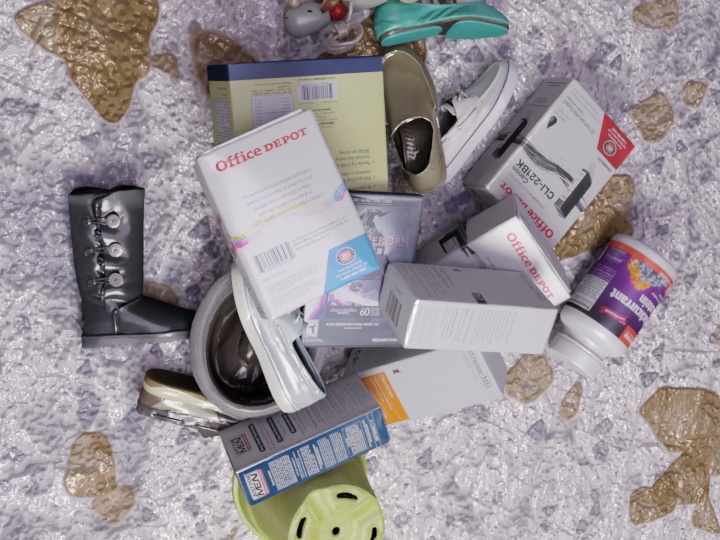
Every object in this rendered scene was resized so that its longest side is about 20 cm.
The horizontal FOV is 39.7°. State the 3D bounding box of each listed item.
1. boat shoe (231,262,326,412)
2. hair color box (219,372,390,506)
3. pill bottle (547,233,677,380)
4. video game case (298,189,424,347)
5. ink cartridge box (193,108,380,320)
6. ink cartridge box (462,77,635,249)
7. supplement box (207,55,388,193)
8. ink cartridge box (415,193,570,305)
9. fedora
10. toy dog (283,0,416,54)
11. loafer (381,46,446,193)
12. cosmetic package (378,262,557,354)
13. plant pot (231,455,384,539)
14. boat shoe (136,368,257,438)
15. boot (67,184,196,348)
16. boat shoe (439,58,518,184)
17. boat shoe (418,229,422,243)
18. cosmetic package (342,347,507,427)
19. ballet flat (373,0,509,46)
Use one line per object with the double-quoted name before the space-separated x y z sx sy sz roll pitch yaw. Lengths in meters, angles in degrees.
"boat shoe" -0.096 0.075 1.217 0.071 0.070 0.202 -19 104 8
"hair color box" -0.073 0.215 1.288 0.199 0.100 0.061 -22 118 -12
"pill bottle" 0.366 0.057 1.471 0.111 0.111 0.201 36 88 -21
"video game case" 0.000 0.000 1.253 0.142 0.019 0.202 1 108 -21
"ink cartridge box" -0.087 -0.064 1.143 0.144 0.085 0.201 -25 95 -12
"ink cartridge box" 0.265 -0.149 1.412 0.144 0.084 0.200 41 87 -20
"supplement box" -0.079 -0.164 1.264 0.198 0.134 0.202 -7 103 -18
"ink cartridge box" 0.166 0.012 1.366 0.199 0.084 0.145 -30 111 19
"fedora" -0.136 0.087 1.298 0.175 0.090 0.202 9 93 -14
"toy dog" -0.007 -0.373 1.266 0.200 0.132 0.097 -39 132 -18
"loafer" 0.069 -0.203 1.315 0.075 0.068 0.202 -17 86 10
"cosmetic package" 0.134 0.047 1.248 0.198 0.102 0.075 2 118 -22
"plant pot" -0.057 0.316 1.337 0.199 0.184 0.202 -4 102 -18
"boat shoe" -0.202 0.189 1.329 0.200 0.072 0.066 22 105 -24
"boot" -0.281 -0.009 1.269 0.163 0.066 0.202 -5 97 -20
"boat shoe" 0.139 -0.214 1.368 0.066 0.072 0.201 34 97 -26
"boat shoe" -0.008 -0.050 1.342 0.198 0.072 0.060 -14 114 -21
"cosmetic package" 0.088 0.139 1.357 0.199 0.071 0.102 -19 114 23
"ballet flat" 0.109 -0.346 1.335 0.198 0.067 0.071 -9 85 -19
